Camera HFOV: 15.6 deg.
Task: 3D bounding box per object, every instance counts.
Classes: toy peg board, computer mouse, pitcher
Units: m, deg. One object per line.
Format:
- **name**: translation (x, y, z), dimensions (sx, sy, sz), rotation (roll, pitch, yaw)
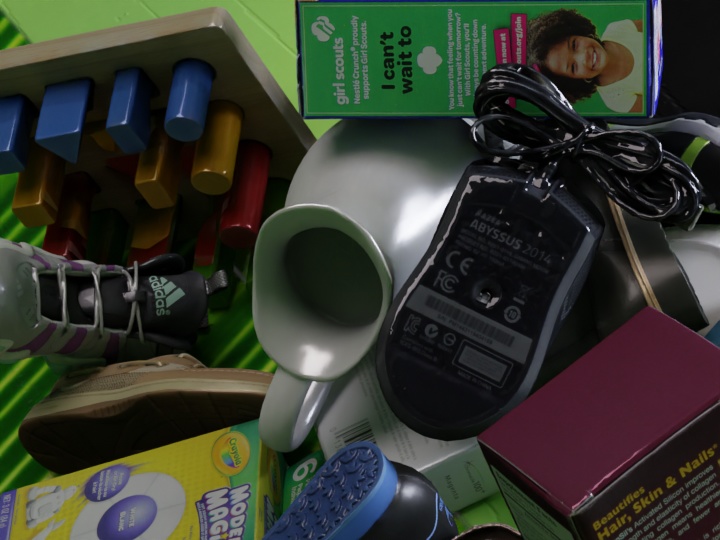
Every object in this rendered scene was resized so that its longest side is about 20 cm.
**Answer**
- **toy peg board**: translation (-0.139, -0.054, 1.680), dimensions (0.199, 0.199, 0.098), rotation (-10, 53, 22)
- **computer mouse**: translation (0.082, 0.004, 1.405), dimensions (0.138, 0.053, 0.201), rotation (31, 82, 8)
- **pitcher**: translation (0.000, 0.000, 1.506), dimensions (0.121, 0.172, 0.200), rotation (26, 31, 9)

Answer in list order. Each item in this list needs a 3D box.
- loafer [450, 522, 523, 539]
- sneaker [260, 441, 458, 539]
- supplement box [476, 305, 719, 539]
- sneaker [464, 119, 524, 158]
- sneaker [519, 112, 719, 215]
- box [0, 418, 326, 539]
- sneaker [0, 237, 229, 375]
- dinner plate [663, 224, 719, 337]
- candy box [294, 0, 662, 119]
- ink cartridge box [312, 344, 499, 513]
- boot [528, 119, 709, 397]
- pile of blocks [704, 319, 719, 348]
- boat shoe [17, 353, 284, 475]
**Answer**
- **loafer**: translation (0.079, 0.187, 1.317), dimensions (0.073, 0.071, 0.200), rotation (-24, 34, 2)
- **sneaker**: translation (-0.034, 0.181, 1.410), dimensions (0.200, 0.078, 0.070), rotation (-42, 34, 14)
- **supplement box**: translation (0.148, 0.133, 1.229), dimensions (0.110, 0.201, 0.086), rotation (-35, 35, -14)
- **sneaker**: translation (0.020, -0.063, 1.697), dimensions (0.199, 0.076, 0.115), rotation (-29, 28, -24)
- **sneaker**: translation (0.168, -0.045, 1.586), dimensions (0.199, 0.072, 0.083), rotation (9, 60, 47)
- **box**: translation (-0.116, 0.155, 1.507), dimensions (0.199, 0.049, 0.118), rotation (-16, 36, 12)
- **sneaker**: translation (-0.150, 0.016, 1.609), dimensions (0.139, 0.200, 0.078), rotation (-8, 82, 14)
- **dinner plate**: translation (0.166, 0.033, 1.510), dimensions (0.199, 0.024, 0.201), rotation (-18, 34, 12)
- **candy box**: translation (0.072, -0.136, 1.505), dimensions (0.199, 0.078, 0.169), rotation (-1, 15, 8)
- **ink cartridge box**: translation (0.053, 0.057, 1.532), dimensions (0.173, 0.044, 0.200), rotation (-24, 34, 1)
- **boot**: translation (0.100, -0.012, 1.487), dimensions (0.138, 0.078, 0.200), rotation (-28, 36, 6)
- **pile of blocks**: translation (0.216, 0.054, 1.392), dimensions (0.082, 0.062, 0.201), rotation (-17, 43, 4)
- **boat shoe**: translation (-0.116, 0.078, 1.586), dimensions (0.199, 0.071, 0.065), rotation (-5, 40, 30)
